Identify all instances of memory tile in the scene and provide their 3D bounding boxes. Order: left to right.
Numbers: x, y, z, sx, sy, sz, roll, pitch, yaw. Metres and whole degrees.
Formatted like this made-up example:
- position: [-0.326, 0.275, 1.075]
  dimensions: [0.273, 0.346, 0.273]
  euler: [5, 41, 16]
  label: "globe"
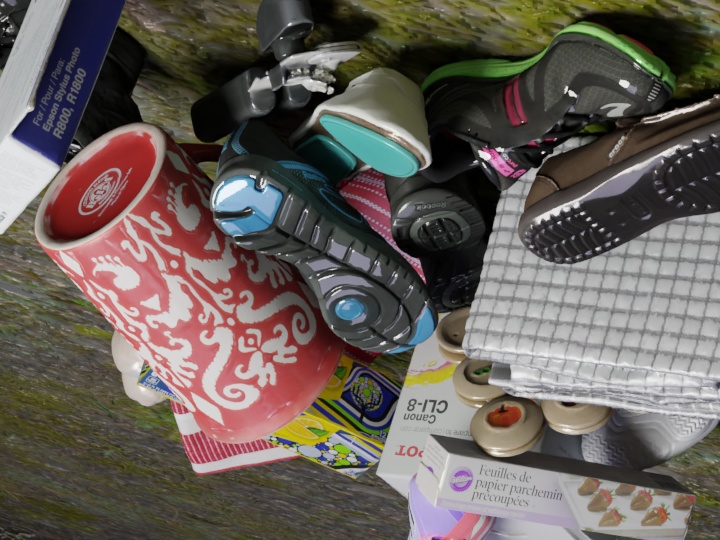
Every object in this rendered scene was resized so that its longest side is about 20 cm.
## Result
- position: [0.158, 0.052, 1.057]
  dimensions: [0.198, 0.154, 0.017]
  euler: [-17, 125, 0]
  label: "memory tile"

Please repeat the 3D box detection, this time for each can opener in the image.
- position: [-0.060, -0.130, 1.012]
  dimensions: [0.052, 0.067, 0.200]
  euler: [-12, 174, -26]
  label: "can opener"

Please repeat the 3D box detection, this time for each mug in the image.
- position: [-0.117, -0.009, 1.051]
  dimensions: [0.132, 0.179, 0.200]
  euler: [-24, 130, 22]
  label: "mug"

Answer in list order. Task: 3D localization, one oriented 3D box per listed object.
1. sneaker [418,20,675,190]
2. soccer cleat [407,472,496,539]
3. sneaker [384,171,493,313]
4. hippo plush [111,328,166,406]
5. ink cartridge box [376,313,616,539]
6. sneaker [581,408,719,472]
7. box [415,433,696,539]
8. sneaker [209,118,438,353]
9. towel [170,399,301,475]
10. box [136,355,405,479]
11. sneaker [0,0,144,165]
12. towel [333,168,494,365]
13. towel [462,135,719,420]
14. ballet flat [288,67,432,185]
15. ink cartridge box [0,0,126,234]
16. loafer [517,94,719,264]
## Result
- position: [0.107, -0.089, 0.918]
  dimensions: [0.076, 0.085, 0.199]
  euler: [31, 155, -30]
  label: "sneaker"
- position: [0.059, 0.203, 1.126]
  dimensions: [0.066, 0.077, 0.200]
  euler: [17, 156, 8]
  label: "soccer cleat"
- position: [0.064, -0.037, 1.079]
  dimensions: [0.075, 0.092, 0.200]
  euler: [-18, 152, 6]
  label: "sneaker"
- position: [-0.112, 0.054, 1.334]
  dimensions: [0.159, 0.161, 0.200]
  euler: [13, 157, 16]
  label: "hippo plush"
- position: [0.129, 0.104, 1.201]
  dimensions: [0.144, 0.202, 0.145]
  euler: [0, 152, 38]
  label: "ink cartridge box"
- position: [0.260, 0.094, 1.130]
  dimensions: [0.114, 0.200, 0.076]
  euler: [36, -164, -53]
  label: "sneaker"
- position: [0.135, 0.150, 1.046]
  dimensions: [0.198, 0.039, 0.041]
  euler: [12, -171, -23]
  label: "box"
- position: [-0.017, -0.023, 1.018]
  dimensions: [0.073, 0.082, 0.200]
  euler: [-31, 124, 23]
  label: "sneaker"
- position: [-0.090, 0.110, 1.310]
  dimensions: [0.142, 0.023, 0.201]
  euler: [-9, 140, -2]
  label: "towel"
- position: [-0.068, 0.089, 1.199]
  dimensions: [0.198, 0.065, 0.070]
  euler: [25, 144, -17]
  label: "box"
- position: [-0.218, -0.134, 1.048]
  dimensions: [0.199, 0.105, 0.060]
  euler: [32, 155, -31]
  label: "sneaker"
- position: [0.000, 0.000, 1.171]
  dimensions: [0.144, 0.023, 0.200]
  euler: [32, 126, -25]
  label: "towel"
- position: [0.177, 0.005, 0.982]
  dimensions: [0.198, 0.167, 0.085]
  euler: [3, 160, 34]
  label: "towel"
- position: [0.004, -0.097, 0.977]
  dimensions: [0.069, 0.070, 0.200]
  euler: [25, 172, -16]
  label: "ballet flat"
- position: [-0.164, -0.137, 0.873]
  dimensions: [0.043, 0.198, 0.200]
  euler: [25, 158, -20]
  label: "ink cartridge box"
- position: [0.180, -0.072, 0.911]
  dimensions: [0.198, 0.072, 0.073]
  euler: [-20, 138, 27]
  label: "loafer"
